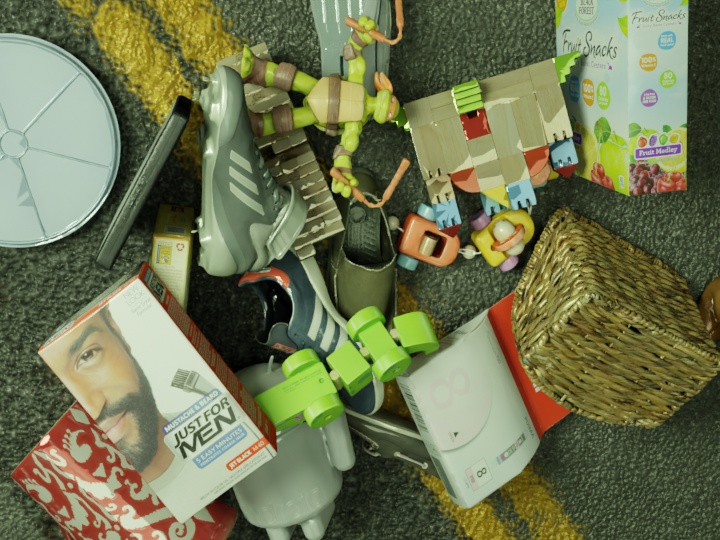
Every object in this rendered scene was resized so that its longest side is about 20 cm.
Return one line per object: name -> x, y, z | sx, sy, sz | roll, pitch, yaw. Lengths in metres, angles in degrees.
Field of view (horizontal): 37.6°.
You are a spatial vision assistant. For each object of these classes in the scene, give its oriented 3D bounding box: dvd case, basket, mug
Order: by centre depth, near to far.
dvd case -> -0.192, -0.086, 0.951 | 0.017, 0.200, 0.144 | 27, 98, -13
mug -> -0.253, 0.244, 1.060 | 0.200, 0.134, 0.178 | 43, 101, -7
basket -> 0.255, 0.059, 1.120 | 0.198, 0.150, 0.143 | 25, 123, -23

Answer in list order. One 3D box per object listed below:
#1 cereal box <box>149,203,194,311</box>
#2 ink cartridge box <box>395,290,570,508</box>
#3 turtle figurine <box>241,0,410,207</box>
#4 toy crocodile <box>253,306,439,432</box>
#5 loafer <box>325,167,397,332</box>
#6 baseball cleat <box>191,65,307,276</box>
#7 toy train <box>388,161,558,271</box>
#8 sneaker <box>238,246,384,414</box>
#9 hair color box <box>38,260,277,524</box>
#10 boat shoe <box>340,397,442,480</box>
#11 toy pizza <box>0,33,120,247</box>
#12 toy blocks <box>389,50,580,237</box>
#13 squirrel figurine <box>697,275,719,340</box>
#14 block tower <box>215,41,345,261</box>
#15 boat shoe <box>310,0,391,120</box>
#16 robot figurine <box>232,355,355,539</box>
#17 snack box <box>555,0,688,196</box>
cereal box -> -0.189, 0.049, 1.018 | 0.039, 0.144, 0.203 | 6, 103, -10
ink cartridge box -> 0.149, 0.127, 1.115 | 0.198, 0.057, 0.164 | -30, 105, -15
turtle figurine -> -0.030, -0.165, 0.967 | 0.159, 0.064, 0.203 | 5, 95, -6
toy crocodile -> -0.014, 0.098, 1.018 | 0.198, 0.062, 0.068 | -32, 64, -10
loafer -> 0.000, 0.000, 1.076 | 0.074, 0.070, 0.203 | -10, 106, -7
baseball cleat -> -0.096, -0.087, 0.932 | 0.105, 0.070, 0.202 | -3, 128, -17
toy train -> 0.124, -0.074, 1.087 | 0.149, 0.056, 0.202 | 25, 99, -15
sneaker -> -0.054, 0.072, 1.064 | 0.084, 0.075, 0.201 | -36, 95, -38
hair color box -> -0.173, 0.108, 0.929 | 0.110, 0.064, 0.201 | -35, 105, 4
boat shoe -> 0.052, 0.194, 1.139 | 0.198, 0.067, 0.058 | 22, 95, -18
toy pizza -> -0.329, -0.123, 1.007 | 0.197, 0.032, 0.203 | -3, 105, -10
toy blocks -> 0.132, -0.115, 1.029 | 0.197, 0.100, 0.139 | -16, 93, 8
squirrel figurine -> 0.471, 0.034, 1.107 | 0.140, 0.187, 0.203 | 17, 101, -13
block tower -> -0.074, -0.112, 1.016 | 0.057, 0.054, 0.202 | -22, 89, -2
boat shoe -> -0.006, -0.241, 1.018 | 0.073, 0.067, 0.203 | 12, 109, 27
robot figurine -> -0.087, 0.181, 1.086 | 0.167, 0.113, 0.202 | -15, 107, 14
snack box -> 0.248, -0.187, 1.020 | 0.067, 0.169, 0.203 | -6, 105, -11
